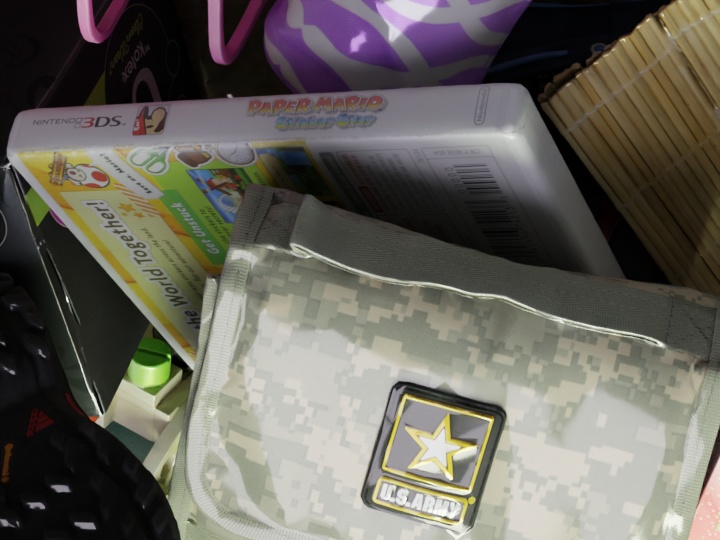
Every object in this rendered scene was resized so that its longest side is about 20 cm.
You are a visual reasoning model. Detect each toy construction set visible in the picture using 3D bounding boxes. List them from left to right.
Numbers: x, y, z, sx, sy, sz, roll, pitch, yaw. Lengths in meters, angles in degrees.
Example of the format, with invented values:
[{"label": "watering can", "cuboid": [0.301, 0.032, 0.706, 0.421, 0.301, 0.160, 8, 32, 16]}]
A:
[{"label": "toy construction set", "cuboid": [-0.132, 0.056, 1.010, 0.200, 0.131, 0.092, 38, 139, 8]}]

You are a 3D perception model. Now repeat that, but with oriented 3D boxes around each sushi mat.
[{"label": "sushi mat", "cuboid": [0.143, -0.026, 0.830, 0.095, 0.012, 0.200, -33, 131, 9]}]

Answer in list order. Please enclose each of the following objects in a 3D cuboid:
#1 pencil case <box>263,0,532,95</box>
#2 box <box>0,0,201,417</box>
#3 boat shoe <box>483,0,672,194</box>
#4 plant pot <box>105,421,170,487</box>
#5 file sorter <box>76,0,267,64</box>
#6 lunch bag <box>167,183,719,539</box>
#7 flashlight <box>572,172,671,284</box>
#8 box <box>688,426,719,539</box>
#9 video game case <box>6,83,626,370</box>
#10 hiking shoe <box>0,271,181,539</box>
[{"label": "pencil case", "cuboid": [0.047, -0.126, 0.780, 0.085, 0.084, 0.200, 35, 123, -2]}, {"label": "box", "cuboid": [-0.176, -0.042, 0.931, 0.199, 0.149, 0.125, 3, 133, 20]}, {"label": "boat shoe", "cuboid": [0.091, -0.052, 0.867, 0.199, 0.069, 0.084, -2, 131, 23]}, {"label": "plant pot", "cuboid": [-0.071, 0.166, 1.098, 0.199, 0.135, 0.201, 12, 136, 12]}, {"label": "file sorter", "cuboid": [-0.116, -0.165, 0.806, 0.199, 0.126, 0.139, 14, 135, 10]}, {"label": "lunch bag", "cuboid": [0.023, 0.058, 0.806, 0.163, 0.118, 0.200, 14, 147, 0]}, {"label": "flashlight", "cuboid": [0.134, 0.030, 0.929, 0.199, 0.068, 0.068, 30, 134, -6]}, {"label": "box", "cuboid": [0.148, 0.108, 0.830, 0.102, 0.095, 0.201, 19, 129, 4]}, {"label": "video game case", "cuboid": [0.000, 0.000, 0.851, 0.181, 0.023, 0.200, -1, 151, 23]}, {"label": "hiking shoe", "cuboid": [-0.100, 0.094, 0.813, 0.075, 0.200, 0.101, -21, 141, -8]}]
